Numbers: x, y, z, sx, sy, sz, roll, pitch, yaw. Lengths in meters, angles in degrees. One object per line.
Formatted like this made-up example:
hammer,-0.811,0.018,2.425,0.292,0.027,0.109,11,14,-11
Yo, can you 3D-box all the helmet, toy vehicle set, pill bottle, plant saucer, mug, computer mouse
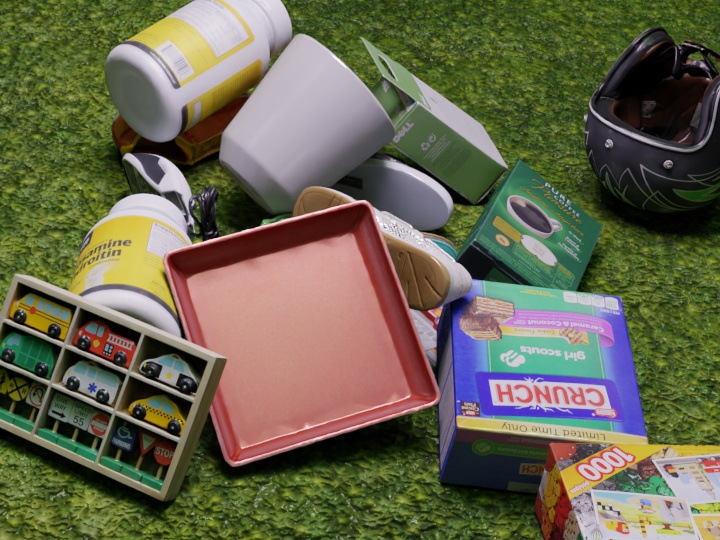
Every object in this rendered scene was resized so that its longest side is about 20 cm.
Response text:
helmet,0.352,-0.159,1.666,0.199,0.191,0.200,34,2,-2
toy vehicle set,-0.220,0.095,1.208,0.199,0.125,0.026,20,2,18
pill bottle,-0.208,0.015,1.337,0.111,0.113,0.201,6,33,-4
pill bottle,-0.171,-0.233,1.590,0.112,0.113,0.200,30,51,29
plant saucer,-0.054,0.056,1.286,0.198,0.037,0.201,-15,73,-15
mug,-0.068,-0.139,1.552,0.149,0.187,0.153,43,83,3
computer mouse,-0.185,-0.072,1.488,0.044,0.110,0.200,-28,40,-19

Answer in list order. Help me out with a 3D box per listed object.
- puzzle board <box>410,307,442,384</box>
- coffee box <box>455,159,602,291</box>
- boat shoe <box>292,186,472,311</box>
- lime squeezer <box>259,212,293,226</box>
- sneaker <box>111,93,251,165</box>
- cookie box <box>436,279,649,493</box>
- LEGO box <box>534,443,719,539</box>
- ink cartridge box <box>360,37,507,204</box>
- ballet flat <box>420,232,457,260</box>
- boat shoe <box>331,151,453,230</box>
puzzle board,0.074,0.042,1.452,0.150,0.018,0.200,-17,41,-34
coffee box,0.178,-0.027,1.514,0.123,0.044,0.200,37,34,-3
boat shoe,0.020,-0.018,1.366,0.200,0.071,0.069,34,21,34
lime squeezer,-0.075,-0.032,1.509,0.070,0.038,0.200,18,33,13
sneaker,-0.180,-0.151,1.652,0.199,0.073,0.077,-11,55,-18
cookie box,0.158,0.104,1.312,0.170,0.076,0.201,7,39,-4
LEGO box,0.256,0.216,1.178,0.198,0.078,0.149,2,33,-11
ink cartridge box,0.067,-0.167,1.639,0.199,0.059,0.104,33,21,-31
ballet flat,0.000,0.000,1.442,0.199,0.068,0.072,-19,23,-29
boat shoe,0.020,-0.102,1.619,0.199,0.070,0.066,16,34,24
